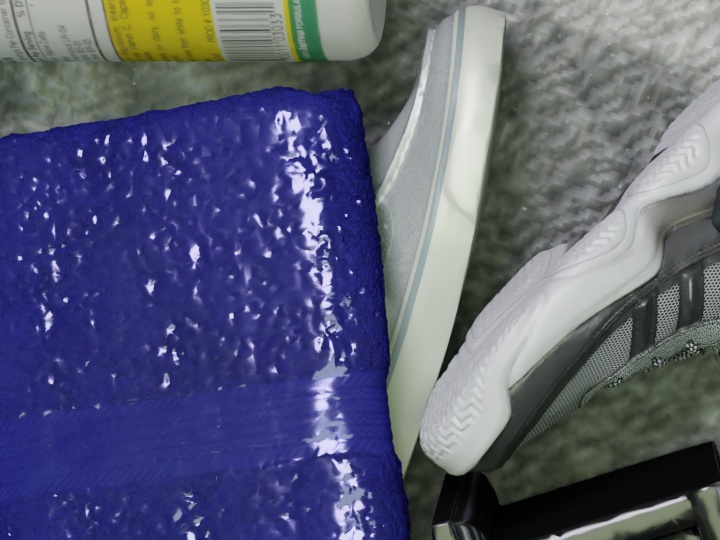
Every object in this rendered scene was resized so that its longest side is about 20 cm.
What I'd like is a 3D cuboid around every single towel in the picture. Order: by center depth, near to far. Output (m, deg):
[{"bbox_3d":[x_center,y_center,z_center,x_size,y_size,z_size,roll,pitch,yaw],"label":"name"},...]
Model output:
[{"bbox_3d":[-0.057,0.045,0.994,0.147,0.050,0.201,-8,79,13],"label":"towel"}]

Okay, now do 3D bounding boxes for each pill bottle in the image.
[{"bbox_3d":[-0.093,-0.127,0.999,0.199,0.113,0.113,0,98,6],"label":"pill bottle"}]

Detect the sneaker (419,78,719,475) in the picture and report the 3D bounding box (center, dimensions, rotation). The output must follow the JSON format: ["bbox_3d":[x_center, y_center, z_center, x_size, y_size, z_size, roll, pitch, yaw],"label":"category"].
[{"bbox_3d":[0.119,0.020,1.000,0.200,0.075,0.114,-45,95,-11],"label":"sneaker"}]

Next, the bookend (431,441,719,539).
[{"bbox_3d":[0.150,0.144,1.022,0.200,0.092,0.199,-17,96,7],"label":"bookend"}]

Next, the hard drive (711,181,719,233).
[{"bbox_3d":[0.218,-0.049,0.905,0.139,0.033,0.200,30,129,-7],"label":"hard drive"}]

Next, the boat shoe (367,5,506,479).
[{"bbox_3d":[0.000,0.000,1.029,0.071,0.070,0.201,15,101,0],"label":"boat shoe"}]
